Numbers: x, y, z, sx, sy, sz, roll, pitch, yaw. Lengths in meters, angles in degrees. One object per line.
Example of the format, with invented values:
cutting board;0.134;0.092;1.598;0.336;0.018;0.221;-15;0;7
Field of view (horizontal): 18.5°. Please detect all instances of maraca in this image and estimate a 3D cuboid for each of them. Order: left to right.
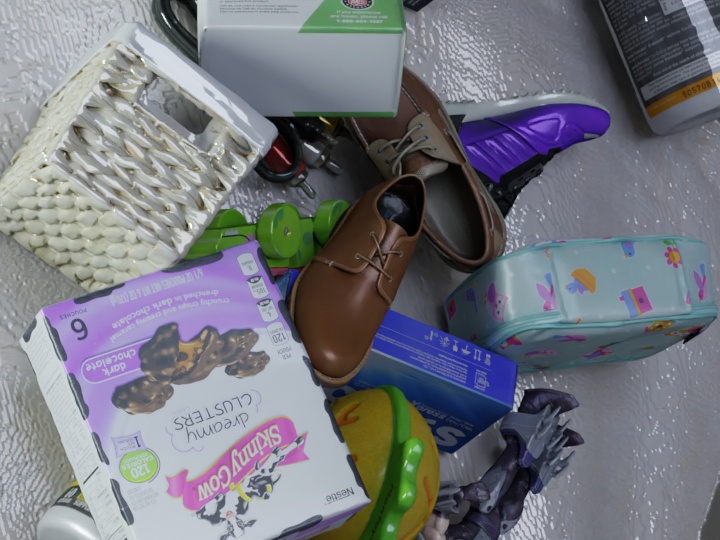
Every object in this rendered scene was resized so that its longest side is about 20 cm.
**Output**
maraca;0.007;0.154;1.586;0.106;0.200;0.138;16;98;-13

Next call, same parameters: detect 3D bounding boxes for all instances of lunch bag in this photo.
lunch bag;0.174;0.032;1.730;0.199;0.160;0.077;-3;72;-22

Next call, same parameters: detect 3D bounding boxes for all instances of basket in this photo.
basket;-0.170;-0.069;1.561;0.135;0.200;0.124;36;69;-13

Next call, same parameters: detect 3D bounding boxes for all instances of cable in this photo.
cable;-0.095;-0.134;1.712;0.200;0.050;0.097;38;58;-1

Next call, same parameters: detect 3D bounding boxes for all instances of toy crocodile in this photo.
toy crocodile;-0.059;-0.019;1.650;0.200;0.067;0.062;-8;95;-58

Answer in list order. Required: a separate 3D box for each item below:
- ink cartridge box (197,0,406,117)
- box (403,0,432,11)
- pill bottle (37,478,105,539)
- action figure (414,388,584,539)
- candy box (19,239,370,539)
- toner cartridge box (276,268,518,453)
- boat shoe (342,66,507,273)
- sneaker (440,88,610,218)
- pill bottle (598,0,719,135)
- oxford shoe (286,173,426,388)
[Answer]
ink cartridge box;-0.048;-0.206;1.619;0.144;0.084;0.201;0;43;-6
box;0.010;-0.344;1.782;0.181;0.104;0.201;21;67;-22
pill bottle;-0.126;0.148;1.566;0.111;0.111;0.200;47;60;-8
action figure;0.101;0.184;1.685;0.200;0.069;0.130;-56;137;-27
candy box;-0.111;0.102;1.486;0.167;0.072;0.201;-19;77;-26
toner cartridge box;0.010;0.071;1.665;0.199;0.095;0.043;23;53;-19
boat shoe;0.048;-0.085;1.695;0.076;0.072;0.200;-38;92;6
sneaker;0.114;-0.088;1.788;0.199;0.070;0.100;-7;83;-23
pill bottle;0.265;-0.225;1.873;0.116;0.116;0.201;-19;85;-30
oxford shoe;0.000;0.000;1.591;0.071;0.071;0.200;33;45;-13
